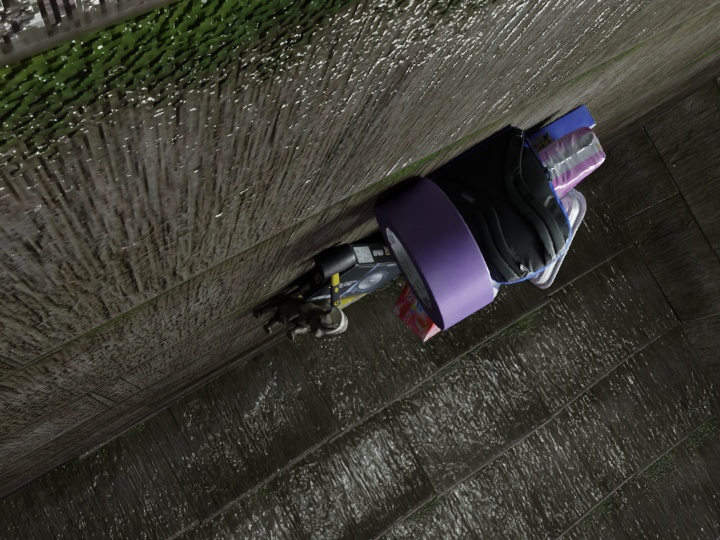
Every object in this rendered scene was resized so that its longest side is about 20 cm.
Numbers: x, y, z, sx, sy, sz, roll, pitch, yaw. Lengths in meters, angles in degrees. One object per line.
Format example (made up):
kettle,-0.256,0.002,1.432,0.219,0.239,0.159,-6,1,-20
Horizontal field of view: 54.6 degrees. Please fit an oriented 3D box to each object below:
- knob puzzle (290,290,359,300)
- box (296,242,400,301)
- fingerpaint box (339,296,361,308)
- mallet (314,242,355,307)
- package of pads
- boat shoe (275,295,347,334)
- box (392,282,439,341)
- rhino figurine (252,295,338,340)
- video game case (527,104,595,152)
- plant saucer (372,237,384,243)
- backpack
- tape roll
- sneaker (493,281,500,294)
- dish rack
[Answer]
knob puzzle,-0.071,0.038,1.521,0.216,0.031,0.220,-12,168,-3
box,0.000,0.000,1.346,0.198,0.044,0.160,-5,158,-49
fingerpaint box,-0.069,0.064,1.714,0.198,0.074,0.167,-30,177,-13
mallet,-0.036,0.013,1.220,0.065,0.041,0.200,-29,158,-7
package of pads,0.328,-0.163,1.206,0.119,0.076,0.200,-29,172,-9
boat shoe,-0.091,0.095,1.410,0.198,0.073,0.059,6,159,45
box,0.159,0.034,1.432,0.095,0.100,0.201,-25,150,-43
rhino figurine,-0.113,0.090,1.334,0.198,0.061,0.087,10,-148,44
video game case,0.321,-0.218,1.308,0.198,0.046,0.181,-30,175,0
plant saucer,0.052,-0.048,1.501,0.198,0.036,0.200,-31,176,-2
backpack,0.224,-0.090,1.049,0.161,0.202,0.168,-31,176,15
tape roll,0.103,-0.022,0.996,0.084,0.202,0.200,-30,176,-3
sneaker,0.199,-0.049,1.279,0.080,0.198,0.148,11,-103,61
dish rack,0.345,-0.085,1.377,0.043,0.172,0.202,5,116,-29
